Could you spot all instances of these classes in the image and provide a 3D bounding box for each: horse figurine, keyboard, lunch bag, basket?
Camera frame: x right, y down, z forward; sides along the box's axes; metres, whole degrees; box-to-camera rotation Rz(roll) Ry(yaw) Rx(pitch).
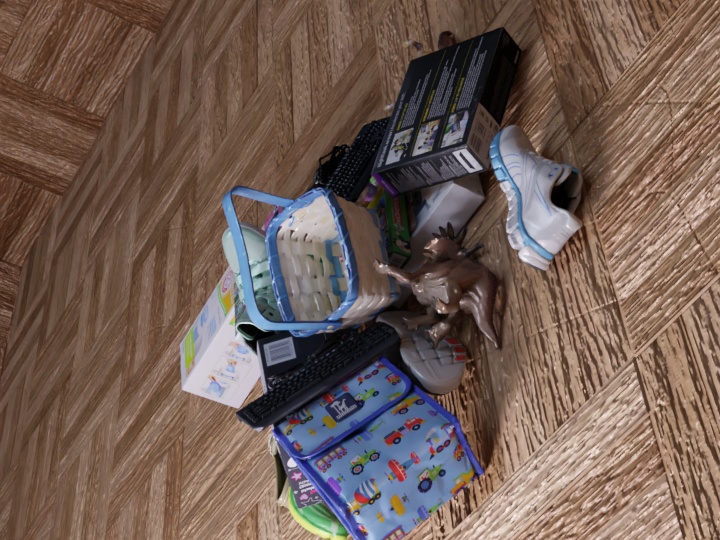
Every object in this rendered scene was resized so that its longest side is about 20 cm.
[{"bbox_3d":[0.080,-0.244,1.799,0.132,0.050,0.201,27,89,55],"label":"horse figurine"},{"bbox_3d":[-0.054,0.114,1.493,0.199,0.021,0.127,-31,15,-16],"label":"keyboard"},{"bbox_3d":[0.008,0.180,1.399,0.150,0.094,0.200,-36,39,-11],"label":"lunch bag"},{"bbox_3d":[-0.016,-0.141,1.659,0.104,0.040,0.200,-20,26,35],"label":"keyboard"},{"bbox_3d":[-0.062,-0.006,1.524,0.139,0.199,0.177,-33,59,37],"label":"basket"}]

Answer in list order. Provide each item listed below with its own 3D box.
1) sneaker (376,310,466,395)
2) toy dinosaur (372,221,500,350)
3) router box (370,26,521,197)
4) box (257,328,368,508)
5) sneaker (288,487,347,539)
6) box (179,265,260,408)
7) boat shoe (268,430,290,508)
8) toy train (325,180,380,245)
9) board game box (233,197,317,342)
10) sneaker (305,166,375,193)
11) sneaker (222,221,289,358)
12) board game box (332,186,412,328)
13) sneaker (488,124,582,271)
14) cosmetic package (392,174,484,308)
[{"bbox_3d":[0.069,0.112,1.519,0.200,0.077,0.082,-125,38,-68],"label":"sneaker"},{"bbox_3d":[0.109,0.012,1.495,0.200,0.135,0.086,29,140,47],"label":"toy dinosaur"},{"bbox_3d":[0.106,-0.194,1.610,0.149,0.051,0.201,-13,45,40],"label":"router box"},{"bbox_3d":[-0.041,0.165,1.569,0.200,0.131,0.115,-108,2,-57],"label":"box"},{"bbox_3d":[-0.045,0.247,1.619,0.084,0.074,0.200,-59,24,30],"label":"sneaker"},{"bbox_3d":[-0.190,0.095,2.035,0.200,0.101,0.113,-55,27,27],"label":"box"},{"bbox_3d":[-0.092,0.240,1.736,0.073,0.063,0.201,-55,29,28],"label":"boat shoe"},{"bbox_3d":[-0.003,-0.113,1.696,0.150,0.056,0.200,-55,-4,36],"label":"toy train"},{"bbox_3d":[-0.118,0.004,1.853,0.148,0.064,0.200,-59,18,19],"label":"board game box"},{"bbox_3d":[-0.038,-0.128,1.914,0.200,0.083,0.077,-26,56,58],"label":"sneaker"},{"bbox_3d":[-0.132,0.028,1.688,0.074,0.201,0.118,-35,-7,24],"label":"sneaker"},{"bbox_3d":[0.000,0.000,1.674,0.200,0.029,0.135,-55,27,35],"label":"board game box"},{"bbox_3d":[0.198,-0.094,1.411,0.087,0.075,0.201,-41,39,29],"label":"sneaker"},{"bbox_3d":[0.074,-0.075,1.674,0.200,0.051,0.151,-54,25,31],"label":"cosmetic package"}]
